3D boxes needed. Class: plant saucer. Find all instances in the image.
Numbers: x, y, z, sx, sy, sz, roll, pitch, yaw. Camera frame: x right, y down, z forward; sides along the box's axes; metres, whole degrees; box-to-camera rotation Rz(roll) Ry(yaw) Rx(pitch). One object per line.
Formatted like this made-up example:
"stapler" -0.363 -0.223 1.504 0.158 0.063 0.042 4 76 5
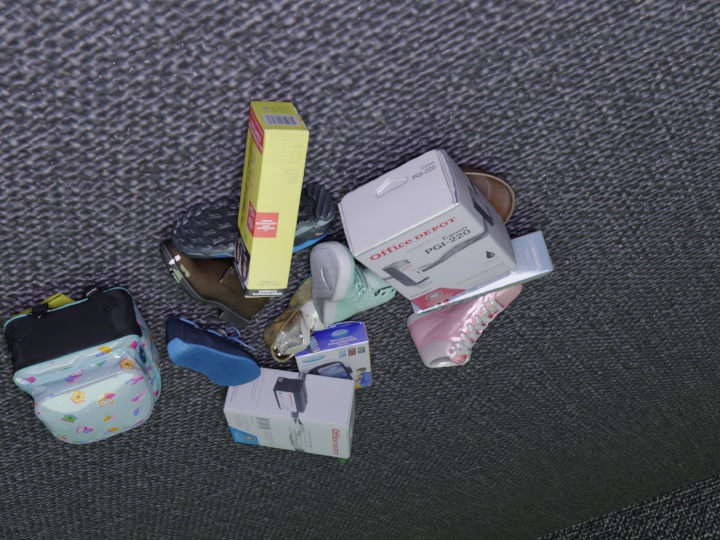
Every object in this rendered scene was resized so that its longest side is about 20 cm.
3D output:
"plant saucer" 0.099 -0.076 1.208 0.198 0.037 0.201 -11 149 -6

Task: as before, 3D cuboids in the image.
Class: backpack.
"backpack" -0.347 0.134 1.225 0.174 0.155 0.201 -20 155 -9

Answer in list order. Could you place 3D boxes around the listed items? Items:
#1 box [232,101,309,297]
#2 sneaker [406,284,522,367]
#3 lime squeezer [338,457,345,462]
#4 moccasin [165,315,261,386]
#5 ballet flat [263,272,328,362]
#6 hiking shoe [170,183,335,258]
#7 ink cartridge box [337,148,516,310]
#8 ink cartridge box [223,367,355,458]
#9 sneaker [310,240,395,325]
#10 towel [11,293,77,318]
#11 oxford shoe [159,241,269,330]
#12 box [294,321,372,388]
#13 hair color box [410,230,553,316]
"box" -0.098 -0.074 1.009 0.049 0.076 0.202 -1 124 -20
"sneaker" 0.171 0.085 1.448 0.199 0.106 0.075 -27 147 18
"lime squeezer" -0.080 0.248 1.654 0.037 0.071 0.201 -10 127 38
"moccasin" -0.207 0.110 1.357 0.080 0.069 0.200 -29 149 10
"ballet flat" -0.077 0.069 1.344 0.070 0.071 0.200 7 143 -34
"hiking shoe" -0.126 -0.040 1.127 0.197 0.075 0.087 -10 150 -9
"ink cartridge box" 0.085 -0.044 1.136 0.144 0.086 0.200 -26 147 18
"ink cartridge box" -0.109 0.228 1.518 0.197 0.085 0.146 8 149 5
"sneaker" 0.000 0.000 1.210 0.117 0.074 0.201 -21 162 -13
"towel" -0.379 0.086 1.289 0.085 0.018 0.200 -28 148 11
"oxford shoe" -0.181 0.001 1.195 0.084 0.073 0.200 -39 148 8
"box" -0.044 0.144 1.514 0.117 0.042 0.201 -13 153 -4
"hair color box" 0.164 0.006 1.320 0.198 0.061 0.099 -18 174 5
